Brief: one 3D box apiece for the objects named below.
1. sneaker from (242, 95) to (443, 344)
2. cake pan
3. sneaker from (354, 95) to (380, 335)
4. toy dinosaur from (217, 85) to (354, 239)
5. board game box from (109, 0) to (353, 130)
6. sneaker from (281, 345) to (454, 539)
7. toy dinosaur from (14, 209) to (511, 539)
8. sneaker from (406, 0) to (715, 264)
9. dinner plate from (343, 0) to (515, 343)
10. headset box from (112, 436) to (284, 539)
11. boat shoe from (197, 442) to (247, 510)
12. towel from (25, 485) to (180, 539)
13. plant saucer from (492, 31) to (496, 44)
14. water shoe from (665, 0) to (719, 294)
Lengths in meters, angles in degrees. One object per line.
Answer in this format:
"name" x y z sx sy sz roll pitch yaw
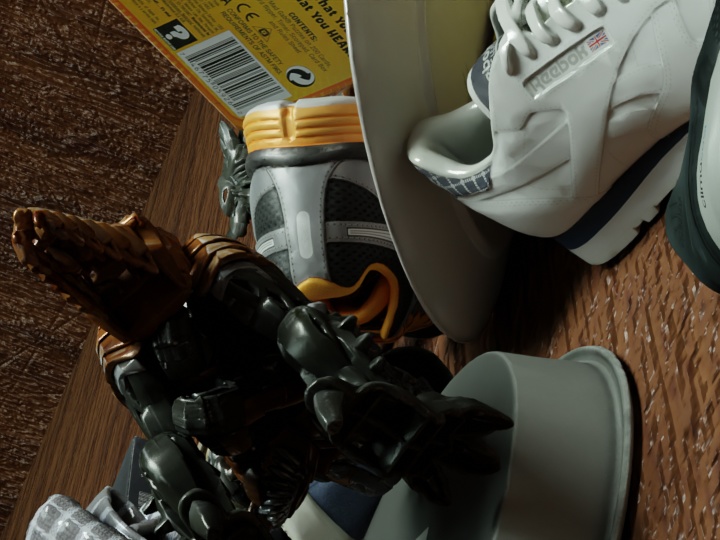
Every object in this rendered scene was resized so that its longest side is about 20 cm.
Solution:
"sneaker" -0.001 -0.001 0.868 0.200 0.078 0.077 43 -138 -64
"cake pan" 0.030 0.113 0.720 0.200 0.037 0.200 -158 90 -80
"sneaker" 0.012 -0.045 1.065 0.090 0.066 0.200 148 145 -77
"toy dinosaur" -0.019 -0.042 1.181 0.200 0.102 0.136 -49 23 -13
"board game box" -0.025 -0.230 1.055 0.200 0.200 0.200 -18 40 36
"sneaker" 0.006 0.068 0.892 0.085 0.075 0.200 -40 3 3
"toy dinosaur" -0.042 0.037 0.662 0.102 0.200 0.136 -57 48 21
"sneaker" 0.086 -0.077 0.704 0.200 0.080 0.076 124 166 -45
"dinner plate" 0.035 -0.071 0.847 0.200 0.024 0.200 -9 -90 -71
"headset box" -0.112 0.204 1.121 0.200 0.093 0.174 -106 38 -74
"boat shoe" -0.055 0.089 1.086 0.065 0.072 0.200 -38 7 -18
"towel" -0.105 0.209 0.926 0.166 0.086 0.200 40 110 45
"plant saucer" 0.116 -0.173 0.837 0.200 0.048 0.200 -81 16 -49
"water shoe" 0.121 -0.090 0.569 0.079 0.071 0.200 143 148 -75
